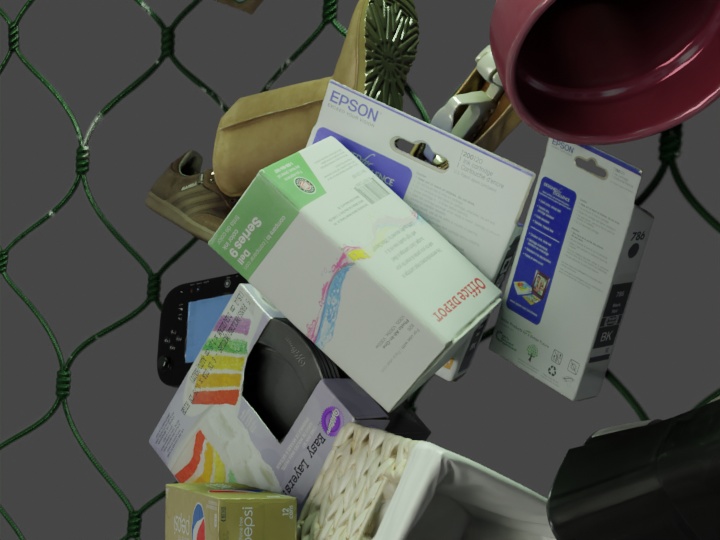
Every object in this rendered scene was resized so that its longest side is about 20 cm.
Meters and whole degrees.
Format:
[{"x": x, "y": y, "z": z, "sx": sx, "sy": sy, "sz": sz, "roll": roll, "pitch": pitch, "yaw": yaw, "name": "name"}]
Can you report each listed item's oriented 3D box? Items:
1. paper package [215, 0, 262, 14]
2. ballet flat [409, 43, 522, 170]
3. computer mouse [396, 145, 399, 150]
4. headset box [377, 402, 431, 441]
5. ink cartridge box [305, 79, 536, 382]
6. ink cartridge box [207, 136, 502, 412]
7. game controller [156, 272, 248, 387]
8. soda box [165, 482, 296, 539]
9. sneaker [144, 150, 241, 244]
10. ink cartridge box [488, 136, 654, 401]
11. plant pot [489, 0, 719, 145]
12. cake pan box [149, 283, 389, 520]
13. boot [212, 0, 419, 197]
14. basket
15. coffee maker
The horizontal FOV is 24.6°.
[{"x": -0.116, "y": -0.382, "z": 1.585, "sx": 0.200, "sy": 0.103, "sz": 0.191, "roll": -44, "pitch": 59, "yaw": 30, "name": "paper package"}, {"x": 0.110, "y": -0.147, "z": 1.386, "sx": 0.200, "sy": 0.063, "sz": 0.069, "roll": -55, "pitch": 52, "yaw": 24, "name": "ballet flat"}, {"x": -0.008, "y": -0.038, "z": 1.491, "sx": 0.138, "sy": 0.053, "sz": 0.200, "roll": -30, "pitch": 67, "yaw": 36, "name": "computer mouse"}, {"x": -0.049, "y": 0.171, "z": 1.495, "sx": 0.149, "sy": 0.075, "sz": 0.200, "roll": 49, "pitch": 118, "yaw": 33, "name": "headset box"}, {"x": 0.033, "y": -0.036, "z": 1.400, "sx": 0.198, "sy": 0.043, "sz": 0.200, "roll": 27, "pitch": 113, "yaw": 15, "name": "ink cartridge box"}, {"x": 0.000, "y": 0.000, "z": 1.318, "sx": 0.200, "sy": 0.145, "sz": 0.088, "roll": 41, "pitch": 116, "yaw": 7, "name": "ink cartridge box"}, {"x": -0.125, "y": 0.055, "z": 1.597, "sx": 0.200, "sy": 0.042, "sz": 0.104, "roll": -10, "pitch": 80, "yaw": 41, "name": "game controller"}, {"x": -0.107, "y": 0.209, "z": 1.328, "sx": 0.200, "sy": 0.064, "sz": 0.068, "roll": 169, "pitch": 102, "yaw": -71, "name": "soda box"}, {"x": -0.136, "y": -0.063, "z": 1.592, "sx": 0.200, "sy": 0.070, "sz": 0.076, "roll": 28, "pitch": 88, "yaw": 44, "name": "sneaker"}, {"x": 0.171, "y": -0.006, "z": 1.317, "sx": 0.099, "sy": 0.039, "sz": 0.200, "roll": 33, "pitch": 119, "yaw": 39, "name": "ink cartridge box"}, {"x": 0.182, "y": -0.224, "z": 1.256, "sx": 0.200, "sy": 0.200, "sz": 0.179, "roll": -45, "pitch": 43, "yaw": 30, "name": "plant pot"}, {"x": -0.083, "y": 0.137, "z": 1.444, "sx": 0.184, "sy": 0.052, "sz": 0.200, "roll": 48, "pitch": 118, "yaw": 30, "name": "cake pan box"}, {"x": -0.047, "y": -0.166, "z": 1.512, "sx": 0.200, "sy": 0.066, "sz": 0.175, "roll": -11, "pitch": 59, "yaw": 44, "name": "boot"}, {"x": 0.058, "y": 0.213, "z": 1.301, "sx": 0.123, "sy": 0.200, "sz": 0.136, "roll": 18, "pitch": 80, "yaw": 48, "name": "basket"}, {"x": 0.235, "y": 0.156, "z": 1.163, "sx": 0.200, "sy": 0.192, "sz": 0.135, "roll": -30, "pitch": 84, "yaw": 38, "name": "coffee maker"}]
